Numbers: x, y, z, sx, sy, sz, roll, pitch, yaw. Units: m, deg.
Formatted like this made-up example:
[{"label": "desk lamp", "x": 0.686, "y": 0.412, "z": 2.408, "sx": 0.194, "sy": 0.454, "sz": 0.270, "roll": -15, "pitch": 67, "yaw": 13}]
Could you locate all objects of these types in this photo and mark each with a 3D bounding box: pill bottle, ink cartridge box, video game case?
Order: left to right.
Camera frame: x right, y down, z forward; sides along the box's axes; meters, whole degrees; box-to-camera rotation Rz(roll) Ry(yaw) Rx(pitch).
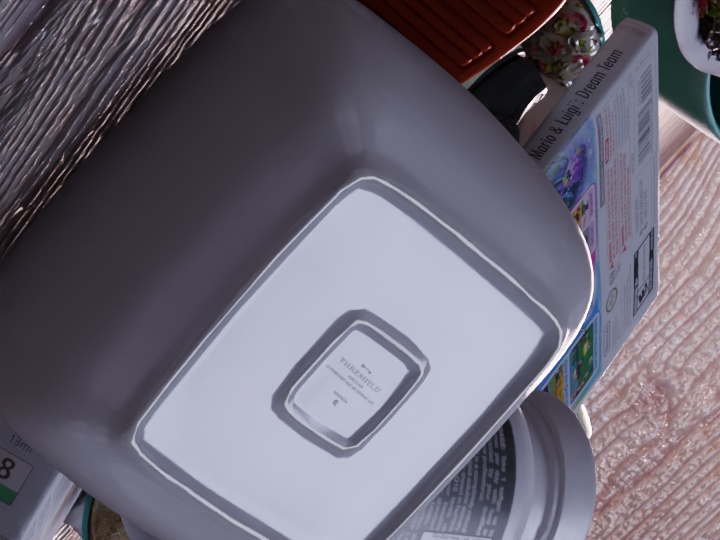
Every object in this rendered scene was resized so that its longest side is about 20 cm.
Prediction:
[{"label": "ink cartridge box", "x": -0.125, "y": 0.050, "z": 1.037, "sx": 0.201, "sy": 0.050, "sz": 0.161, "roll": -62, "pitch": 180, "yaw": -24}, {"label": "pill bottle", "x": 0.003, "y": 0.087, "z": 1.023, "sx": 0.199, "sy": 0.116, "sz": 0.116, "roll": 12, "pitch": 130, "yaw": -41}, {"label": "video game case", "x": 0.097, "y": 0.005, "z": 1.167, "sx": 0.182, "sy": 0.024, "sz": 0.201, "roll": -51, "pitch": 151, "yaw": -31}]

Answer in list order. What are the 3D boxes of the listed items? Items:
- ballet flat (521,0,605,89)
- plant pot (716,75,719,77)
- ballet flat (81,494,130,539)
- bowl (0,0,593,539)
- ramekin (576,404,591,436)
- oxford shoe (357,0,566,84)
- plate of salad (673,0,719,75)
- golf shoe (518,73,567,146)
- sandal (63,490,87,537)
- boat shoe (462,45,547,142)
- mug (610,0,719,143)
[{"label": "ballet flat", "x": 0.086, "y": -0.092, "z": 1.276, "sx": 0.064, "sy": 0.076, "sz": 0.200, "roll": -36, "pitch": 169, "yaw": -13}, {"label": "plant pot", "x": 0.241, "y": -0.188, "z": 1.240, "sx": 0.199, "sy": 0.028, "sz": 0.201, "roll": -30, "pitch": 148, "yaw": -21}, {"label": "ballet flat", "x": -0.068, "y": 0.073, "z": 1.089, "sx": 0.200, "sy": 0.065, "sz": 0.071, "roll": -67, "pitch": 150, "yaw": -56}, {"label": "bowl", "x": -0.016, "y": 0.023, "z": 0.840, "sx": 0.200, "sy": 0.075, "sz": 0.200, "roll": -47, "pitch": 131, "yaw": 5}, {"label": "ramekin", "x": 0.026, "y": 0.057, "z": 1.327, "sx": 0.198, "sy": 0.098, "sz": 0.200, "roll": -6, "pitch": 169, "yaw": -1}, {"label": "oxford shoe", "x": 0.068, "y": -0.142, "z": 0.887, "sx": 0.200, "sy": 0.071, "sz": 0.073, "roll": -47, "pitch": 178, "yaw": 14}, {"label": "plate of salad", "x": 0.240, "y": -0.173, "z": 1.185, "sx": 0.199, "sy": 0.048, "sz": 0.201, "roll": -30, "pitch": 148, "yaw": -21}, {"label": "golf shoe", "x": 0.068, "y": -0.008, "z": 1.189, "sx": 0.075, "sy": 0.091, "sz": 0.202, "roll": 12, "pitch": -85, "yaw": 64}, {"label": "sandal", "x": -0.115, "y": 0.113, "z": 1.190, "sx": 0.079, "sy": 0.059, "sz": 0.207, "roll": -47, "pitch": -173, "yaw": -1}, {"label": "boat shoe", "x": 0.037, "y": -0.036, "z": 1.039, "sx": 0.074, "sy": 0.063, "sz": 0.201, "roll": -52, "pitch": 178, "yaw": 40}, {"label": "mug", "x": 0.217, "y": -0.170, "z": 1.364, "sx": 0.152, "sy": 0.114, "sz": 0.186, "roll": -34, "pitch": 137, "yaw": -15}]
